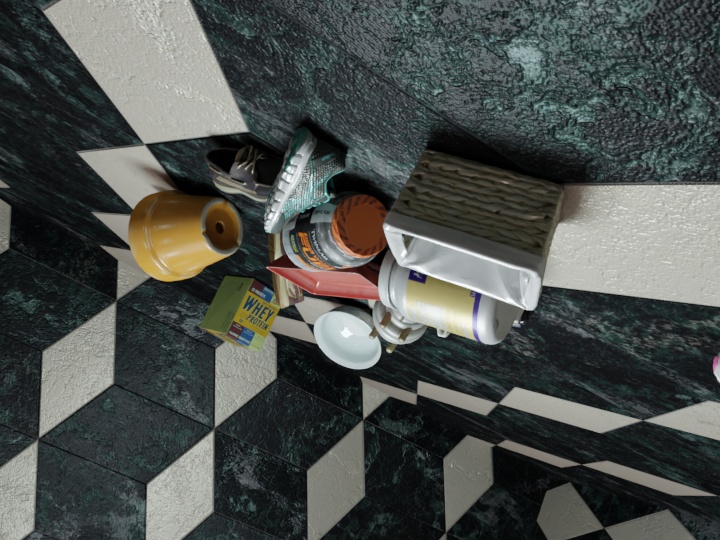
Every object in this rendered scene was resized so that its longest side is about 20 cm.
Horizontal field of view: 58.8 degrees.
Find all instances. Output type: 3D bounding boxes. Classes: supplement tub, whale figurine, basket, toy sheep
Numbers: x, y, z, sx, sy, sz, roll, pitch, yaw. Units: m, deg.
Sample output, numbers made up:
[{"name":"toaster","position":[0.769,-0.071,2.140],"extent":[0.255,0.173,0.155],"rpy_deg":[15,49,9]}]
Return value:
[{"name":"supplement tub","position":[-0.040,-0.063,1.057],"extent":[0.122,0.123,0.200],"rpy_deg":[31,163,-22]},{"name":"whale figurine","position":[-0.029,0.183,1.931],"extent":[0.159,0.104,0.200],"rpy_deg":[26,-171,-6]},{"name":"supplement tub","position":[0.144,0.025,1.023],"extent":[0.200,0.146,0.145],"rpy_deg":[15,162,29]},{"name":"basket","position":[0.148,-0.053,0.807],"extent":[0.199,0.124,0.136],"rpy_deg":[20,164,19]},{"name":"toy sheep","position":[0.087,0.096,1.367],"extent":[0.138,0.138,0.200],"rpy_deg":[27,156,-8]}]

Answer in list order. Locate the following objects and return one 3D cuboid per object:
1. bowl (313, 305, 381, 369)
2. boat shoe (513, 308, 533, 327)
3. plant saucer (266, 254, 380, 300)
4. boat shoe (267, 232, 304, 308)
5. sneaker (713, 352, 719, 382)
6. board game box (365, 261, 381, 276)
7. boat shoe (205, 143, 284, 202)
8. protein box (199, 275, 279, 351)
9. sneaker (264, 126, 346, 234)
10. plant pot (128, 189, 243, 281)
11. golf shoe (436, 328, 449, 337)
[{"name":"bowl","position":[-0.021,0.168,1.769],"extent":[0.200,0.090,0.202],"rpy_deg":[15,129,18]},{"name":"boat shoe","position":[0.210,0.047,1.134],"extent":[0.200,0.075,0.093],"rpy_deg":[26,172,20]},{"name":"plant saucer","position":[-0.050,0.012,1.252],"extent":[0.199,0.037,0.200],"rpy_deg":[4,165,25]},{"name":"boat shoe","position":[-0.148,-0.020,1.331],"extent":[0.072,0.201,0.072],"rpy_deg":[-10,-160,-17]},{"name":"sneaker","position":[0.595,0.142,0.869],"extent":[0.199,0.082,0.088],"rpy_deg":[10,159,19]},{"name":"board game box","position":[0.000,0.000,1.280],"extent":[0.200,0.020,0.103],"rpy_deg":[19,165,-32]},{"name":"boat shoe","position":[-0.179,-0.161,1.036],"extent":[0.199,0.075,0.073],"rpy_deg":[7,152,32]},{"name":"protein box","position":[-0.385,0.136,2.075],"extent":[0.135,0.199,0.200],"rpy_deg":[35,161,-34]},{"name":"sneaker","position":[-0.083,-0.116,0.948],"extent":[0.091,0.078,0.200],"rpy_deg":[17,140,-17]},{"name":"plant pot","position":[-0.364,-0.085,1.388],"extent":[0.183,0.201,0.200],"rpy_deg":[-7,149,33]},{"name":"golf shoe","position":[0.141,0.056,1.242],"extent":[0.077,0.088,0.200],"rpy_deg":[10,157,47]}]
